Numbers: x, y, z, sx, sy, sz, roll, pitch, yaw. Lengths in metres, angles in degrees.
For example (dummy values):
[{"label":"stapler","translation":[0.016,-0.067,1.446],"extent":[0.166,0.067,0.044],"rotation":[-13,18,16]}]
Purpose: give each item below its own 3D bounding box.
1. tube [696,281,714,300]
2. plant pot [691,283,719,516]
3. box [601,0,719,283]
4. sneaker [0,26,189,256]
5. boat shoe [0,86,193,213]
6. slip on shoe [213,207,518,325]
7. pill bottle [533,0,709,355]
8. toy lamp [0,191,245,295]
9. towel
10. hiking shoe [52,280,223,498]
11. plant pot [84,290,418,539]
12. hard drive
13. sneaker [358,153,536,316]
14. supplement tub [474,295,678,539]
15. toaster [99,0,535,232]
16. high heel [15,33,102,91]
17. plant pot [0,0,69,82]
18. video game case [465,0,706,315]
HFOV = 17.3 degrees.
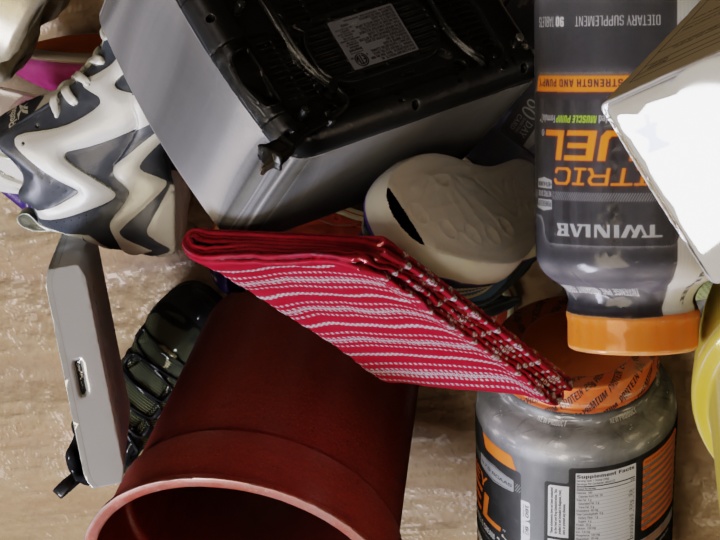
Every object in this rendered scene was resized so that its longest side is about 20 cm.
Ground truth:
[{"label":"tube","translation":[0.210,-0.014,1.328],"extent":[0.200,0.052,0.058],"rotation":[-14,155,34]},{"label":"plant pot","translation":[0.269,0.100,1.253],"extent":[0.201,0.189,0.201],"rotation":[9,134,9]},{"label":"box","translation":[0.231,-0.100,1.164],"extent":[0.128,0.200,0.109],"rotation":[-22,106,42]},{"label":"sneaker","translation":[-0.170,-0.108,1.435],"extent":[0.129,0.079,0.199],"rotation":[2,111,3]},{"label":"boat shoe","translation":[-0.203,-0.083,1.533],"extent":[0.200,0.071,0.069],"rotation":[19,165,18]},{"label":"slip on shoe","translation":[0.000,0.000,1.471],"extent":[0.200,0.061,0.074],"rotation":[20,140,-3]},{"label":"pill bottle","translation":[0.146,-0.055,1.272],"extent":[0.106,0.106,0.200],"rotation":[2,96,33]},{"label":"toy lamp","translation":[-0.161,-0.043,1.576],"extent":[0.200,0.058,0.058],"rotation":[21,130,20]},{"label":"towel","translation":[0.010,0.027,1.311],"extent":[0.145,0.023,0.200],"rotation":[4,158,40]},{"label":"hiking shoe","translation":[-0.146,0.089,1.627],"extent":[0.076,0.101,0.200],"rotation":[38,134,5]},{"label":"plant pot","translation":[-0.052,0.123,1.496],"extent":[0.201,0.195,0.201],"rotation":[8,137,8]},{"label":"hard drive","translation":[-0.167,0.049,1.469],"extent":[0.026,0.200,0.132],"rotation":[-11,98,-4]},{"label":"sneaker","translation":[0.024,0.002,1.347],"extent":[0.146,0.200,0.081],"rotation":[-37,77,27]},{"label":"supplement tub","translation":[0.131,0.123,1.445],"extent":[0.122,0.123,0.200],"rotation":[16,127,25]},{"label":"toaster","translation":[-0.032,-0.128,1.303],"extent":[0.181,0.200,0.119],"rotation":[58,147,17]},{"label":"high heel","translation":[-0.134,-0.096,1.514],"extent":[0.200,0.067,0.096],"rotation":[6,114,16]},{"label":"plant pot","translation":[-0.260,-0.215,1.446],"extent":[0.183,0.200,0.200],"rotation":[32,134,-3]},{"label":"video game case","translation":[0.147,-0.072,1.370],"extent":[0.200,0.019,0.143],"rotation":[39,134,6]}]
